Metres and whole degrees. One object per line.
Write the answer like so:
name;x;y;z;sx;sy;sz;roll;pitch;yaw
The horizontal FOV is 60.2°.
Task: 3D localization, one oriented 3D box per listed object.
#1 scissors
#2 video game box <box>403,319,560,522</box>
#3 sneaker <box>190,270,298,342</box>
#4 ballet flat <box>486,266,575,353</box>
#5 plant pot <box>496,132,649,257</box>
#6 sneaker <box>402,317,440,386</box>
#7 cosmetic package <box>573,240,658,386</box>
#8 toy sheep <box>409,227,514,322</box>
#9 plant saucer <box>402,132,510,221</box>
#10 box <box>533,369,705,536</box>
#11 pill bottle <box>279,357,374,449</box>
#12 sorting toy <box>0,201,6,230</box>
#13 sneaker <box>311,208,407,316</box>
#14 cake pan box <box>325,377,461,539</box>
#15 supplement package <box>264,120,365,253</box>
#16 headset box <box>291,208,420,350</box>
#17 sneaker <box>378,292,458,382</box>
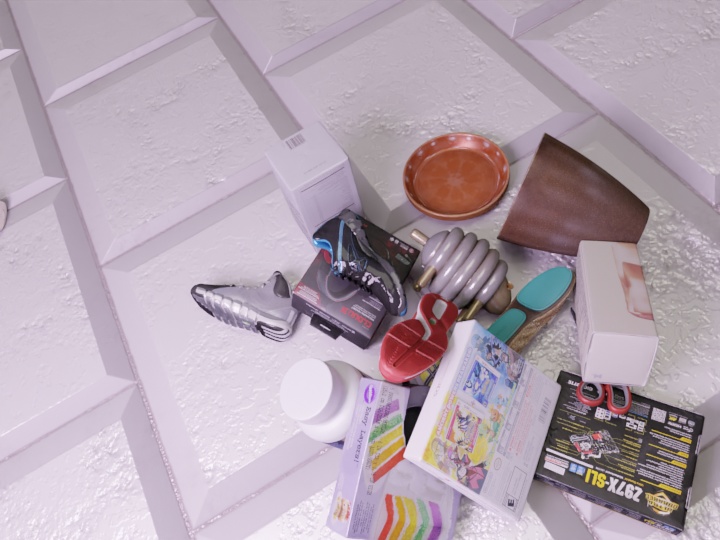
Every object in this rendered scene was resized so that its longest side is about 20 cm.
scissors;0.349;0.127;0.913;0.072;0.014;0.201;3;39;11
video game box;0.169;0.199;0.829;0.047;0.182;0.201;-15;43;56
sneaker;-0.191;0.042;1.098;0.199;0.075;0.116;21;60;12
ballet flat;0.262;0.074;0.974;0.200;0.066;0.070;-39;43;-12
plant pot;0.351;-0.097;1.010;0.199;0.187;0.188;25;66;10
sneaker;0.104;0.166;0.956;0.076;0.076;0.202;1;64;-5
cosmetic package;0.365;0.057;0.905;0.086;0.104;0.201;4;42;11
toy sheep;0.160;0.000;1.003;0.199;0.138;0.138;38;70;-1
plant saucer;0.179;-0.174;1.166;0.198;0.032;0.202;-6;57;10
box;0.351;0.244;0.857;0.198;0.049;0.161;16;66;21
pill bottle;-0.023;0.191;0.871;0.110;0.200;0.112;-14;59;25
sorting toy;-0.866;-0.056;1.304;0.198;0.107;0.182;-10;76;6
sneaker;0.000;0.000;0.972;0.082;0.073;0.201;-30;66;-15
cake pan box;0.061;0.251;0.818;0.052;0.183;0.202;-2;69;52
supplement package;-0.074;-0.138;1.099;0.113;0.201;0.110;-30;58;-8
headset box;-0.013;0.023;1.035;0.148;0.075;0.201;31;68;4
sneaker;0.071;0.122;0.857;0.078;0.116;0.200;32;34;17
